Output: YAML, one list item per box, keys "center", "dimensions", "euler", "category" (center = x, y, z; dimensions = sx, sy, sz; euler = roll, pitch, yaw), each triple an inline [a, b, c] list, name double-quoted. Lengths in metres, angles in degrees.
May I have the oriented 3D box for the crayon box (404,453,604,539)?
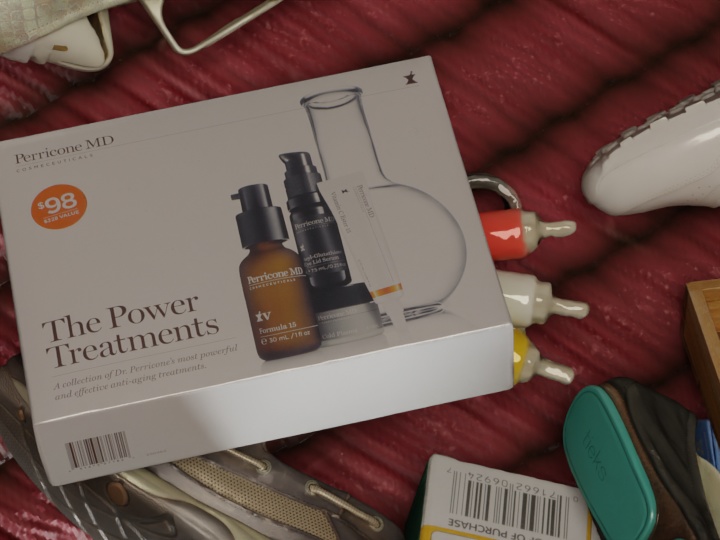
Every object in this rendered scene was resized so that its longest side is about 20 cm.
- center: [0.075, 0.178, 1.003]
  dimensions: [0.125, 0.052, 0.201]
  euler: [13, 43, -4]
  category: "crayon box"

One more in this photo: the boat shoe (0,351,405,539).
- center: [-0.069, 0.093, 1.052]
  dimensions: [0.199, 0.075, 0.073]
  euler: [34, 59, 2]
  category: "boat shoe"

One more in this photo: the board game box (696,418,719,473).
- center: [0.257, 0.130, 1.087]
  dimensions: [0.199, 0.037, 0.152]
  euler: [-6, 87, -5]
  category: "board game box"

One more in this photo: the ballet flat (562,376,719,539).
- center: [0.136, 0.123, 0.996]
  dimensions: [0.068, 0.068, 0.201]
  euler: [14, 42, -21]
  category: "ballet flat"

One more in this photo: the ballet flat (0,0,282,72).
- center: [-0.102, -0.119, 1.059]
  dimensions: [0.199, 0.067, 0.063]
  euler: [-18, 98, -6]
  category: "ballet flat"

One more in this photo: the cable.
- center: [0.000, 0.000, 1.066]
  dimensions: [0.198, 0.050, 0.098]
  euler: [2, 81, -5]
  category: "cable"

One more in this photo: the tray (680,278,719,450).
- center: [0.250, 0.040, 1.065]
  dimensions: [0.199, 0.037, 0.099]
  euler: [-7, 43, -5]
  category: "tray"

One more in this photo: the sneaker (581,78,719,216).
- center: [0.196, -0.056, 1.079]
  dimensions: [0.199, 0.076, 0.081]
  euler: [-20, 98, -5]
  category: "sneaker"

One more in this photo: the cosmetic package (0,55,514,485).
- center: [-0.048, -0.003, 1.025]
  dimensions: [0.199, 0.052, 0.151]
  euler: [-12, 52, -5]
  category: "cosmetic package"
